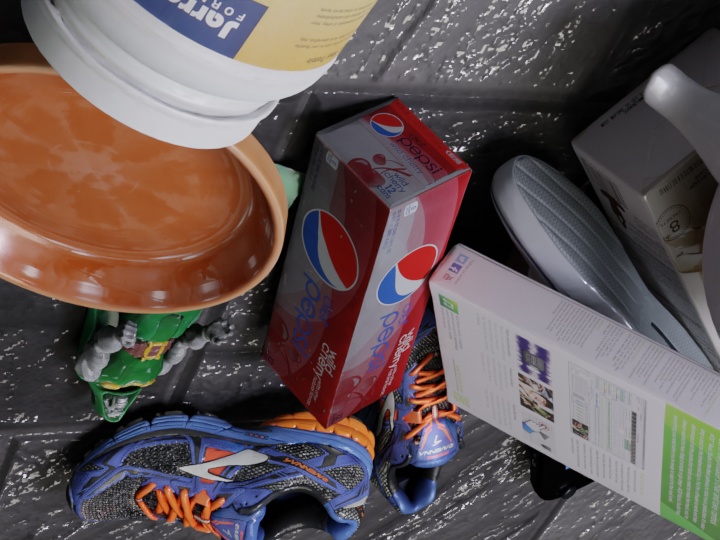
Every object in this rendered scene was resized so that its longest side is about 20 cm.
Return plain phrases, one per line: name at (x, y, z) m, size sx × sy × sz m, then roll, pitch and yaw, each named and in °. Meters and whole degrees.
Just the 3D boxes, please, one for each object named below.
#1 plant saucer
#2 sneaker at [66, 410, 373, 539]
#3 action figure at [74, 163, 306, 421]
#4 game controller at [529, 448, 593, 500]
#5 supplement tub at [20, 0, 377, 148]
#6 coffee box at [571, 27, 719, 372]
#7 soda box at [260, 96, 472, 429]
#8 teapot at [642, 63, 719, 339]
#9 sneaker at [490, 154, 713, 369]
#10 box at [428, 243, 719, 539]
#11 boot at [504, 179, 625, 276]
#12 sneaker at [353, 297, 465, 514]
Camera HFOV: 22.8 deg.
plant saucer at (-0.133, -0.046, 0.879) m, size 0.199 × 0.032 × 0.201 m, roll 7°, pitch 147°, yaw 5°
sneaker at (-0.087, 0.138, 1.136) m, size 0.199 × 0.079 × 0.075 m, roll -5°, pitch 142°, yaw -4°
action figure at (-0.115, 0.021, 1.025) m, size 0.118 × 0.055 × 0.200 m, roll -2°, pitch 143°, yaw -33°
game controller at (0.176, 0.098, 1.301) m, size 0.104 × 0.042 × 0.200 m, roll -16°, pitch 144°, yaw -12°
supplement tub at (-0.045, -0.163, 0.747) m, size 0.144 × 0.145 × 0.200 m, roll 9°, pitch 132°, yaw -38°
coffee box at (0.222, -0.028, 1.075) m, size 0.114 × 0.080 × 0.200 m, roll -39°, pitch 130°, yaw -5°
soda box at (0.000, 0.000, 1.036) m, size 0.063 × 0.070 × 0.200 m, roll -27°, pitch 151°, yaw -32°
teapot at (0.261, -0.015, 0.955) m, size 0.197 × 0.146 × 0.201 m, roll -10°, pitch 114°, yaw -16°
sneaker at (0.131, 0.023, 1.068) m, size 0.071 × 0.073 × 0.200 m, roll -29°, pitch 104°, yaw 34°
box at (0.135, 0.075, 1.037) m, size 0.036 × 0.200 × 0.145 m, roll -51°, pitch 155°, yaw -23°
boot at (0.182, -0.006, 1.156) m, size 0.199 × 0.070 × 0.147 m, roll -18°, pitch 136°, yaw -24°
sneaker at (0.044, 0.087, 1.177) m, size 0.075 × 0.079 × 0.200 m, roll -13°, pitch 143°, yaw -18°
